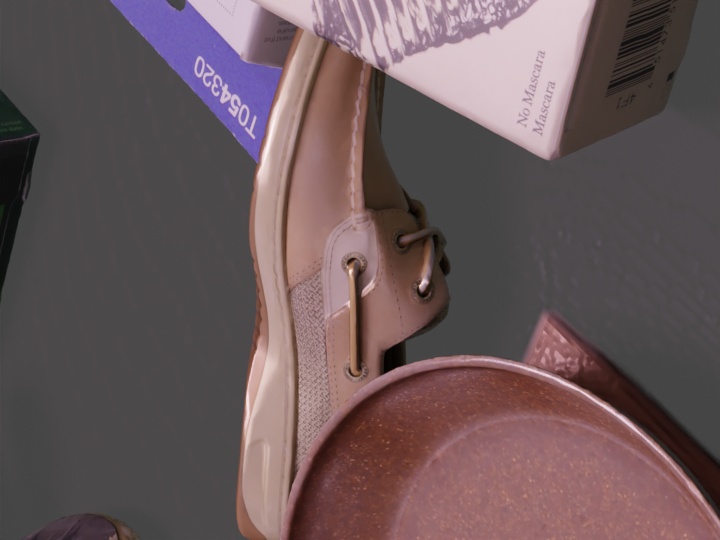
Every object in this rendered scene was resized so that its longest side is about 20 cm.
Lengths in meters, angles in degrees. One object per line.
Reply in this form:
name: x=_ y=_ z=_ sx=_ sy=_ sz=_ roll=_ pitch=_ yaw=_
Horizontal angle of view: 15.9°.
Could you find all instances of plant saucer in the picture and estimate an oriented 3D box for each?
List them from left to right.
plant saucer: x=0.058 y=0.120 z=0.800 sx=0.200 sy=0.037 sz=0.201 roll=13 pitch=110 yaw=40

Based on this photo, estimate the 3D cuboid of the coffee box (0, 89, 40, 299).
coffee box: x=-0.214 y=-0.062 z=1.110 sx=0.200 sy=0.044 sz=0.123 roll=47 pitch=132 yaw=35

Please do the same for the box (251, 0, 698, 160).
box: x=0.005 y=-0.115 z=0.769 sx=0.200 sy=0.068 sz=0.082 roll=29 pitch=122 yaw=27

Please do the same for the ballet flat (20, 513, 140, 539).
ballet flat: x=-0.138 y=0.159 z=1.074 sx=0.200 sy=0.057 sz=0.067 roll=-45 pitch=29 yaw=42

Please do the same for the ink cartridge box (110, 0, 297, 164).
ink cartridge box: x=-0.069 y=-0.168 z=0.910 sx=0.196 sy=0.043 sz=0.200 roll=46 pitch=130 yaw=34

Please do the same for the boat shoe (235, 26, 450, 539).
boat shoe: x=0.000 y=0.000 z=0.848 sx=0.065 sy=0.072 sz=0.201 roll=9 pitch=109 yaw=9
